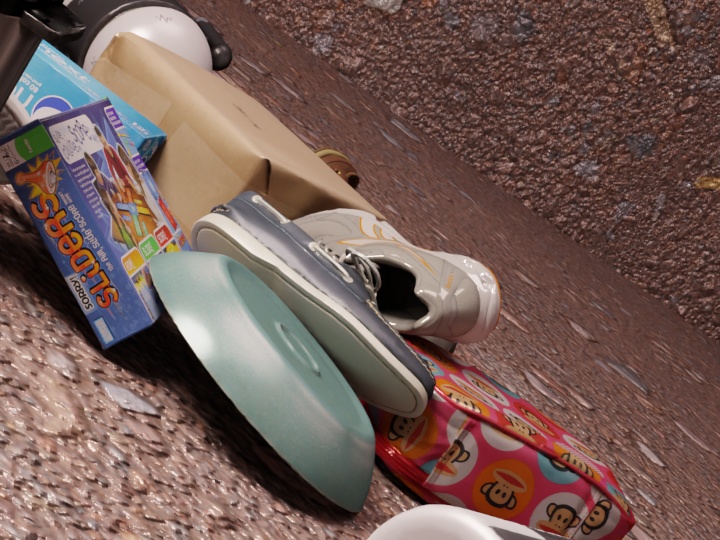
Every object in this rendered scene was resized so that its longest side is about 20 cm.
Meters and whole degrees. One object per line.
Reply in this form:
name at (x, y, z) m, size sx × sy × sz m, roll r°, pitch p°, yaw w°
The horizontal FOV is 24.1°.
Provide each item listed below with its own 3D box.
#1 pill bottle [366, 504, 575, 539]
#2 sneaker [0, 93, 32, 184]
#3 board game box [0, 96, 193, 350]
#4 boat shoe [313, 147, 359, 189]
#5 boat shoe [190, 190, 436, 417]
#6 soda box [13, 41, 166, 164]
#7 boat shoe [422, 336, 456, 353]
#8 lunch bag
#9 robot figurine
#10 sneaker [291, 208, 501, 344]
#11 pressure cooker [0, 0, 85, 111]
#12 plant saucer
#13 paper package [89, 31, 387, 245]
pill bottle at (0.084, 0.183, 0.847) m, size 0.106 × 0.106 × 0.200 m, roll 45°, pitch 13°, yaw 36°
sneaker at (-0.282, -0.135, 1.093) m, size 0.200 × 0.074 × 0.118 m, roll 34°, pitch 16°, yaw -4°
board game box at (-0.158, -0.036, 1.047) m, size 0.135 × 0.034 × 0.200 m, roll 62°, pitch 7°, yaw -6°
boat shoe at (-0.047, -0.075, 1.672) m, size 0.068 × 0.072 × 0.200 m, roll 45°, pitch 18°, yaw 13°
boat shoe at (-0.023, 0.019, 1.119) m, size 0.200 × 0.075 × 0.062 m, roll 35°, pitch 52°, yaw 20°
soda box at (-0.247, -0.135, 1.257) m, size 0.200 × 0.064 × 0.068 m, roll 38°, pitch 10°, yaw 2°
boat shoe at (0.004, 0.012, 1.471) m, size 0.200 × 0.057 × 0.067 m, roll 39°, pitch 10°, yaw 11°
lunch bag at (0.091, 0.123, 1.203) m, size 0.200 × 0.082 × 0.176 m, roll 33°, pitch 10°, yaw -17°
robot figurine at (-0.211, -0.200, 1.511) m, size 0.125 × 0.150 × 0.200 m, roll 51°, pitch -2°, yaw -42°
sneaker at (0.000, 0.000, 1.218) m, size 0.200 × 0.076 × 0.092 m, roll 16°, pitch 9°, yaw 36°
pressure cooker at (-0.255, -0.164, 0.919) m, size 0.176 × 0.200 × 0.179 m, roll 21°, pitch 25°, yaw -35°
plant saucer at (-0.050, 0.057, 1.024) m, size 0.200 × 0.036 × 0.200 m, roll 49°, pitch 6°, yaw -7°
paper package at (-0.110, -0.079, 1.368) m, size 0.200 × 0.104 × 0.191 m, roll 43°, pitch 12°, yaw 34°
